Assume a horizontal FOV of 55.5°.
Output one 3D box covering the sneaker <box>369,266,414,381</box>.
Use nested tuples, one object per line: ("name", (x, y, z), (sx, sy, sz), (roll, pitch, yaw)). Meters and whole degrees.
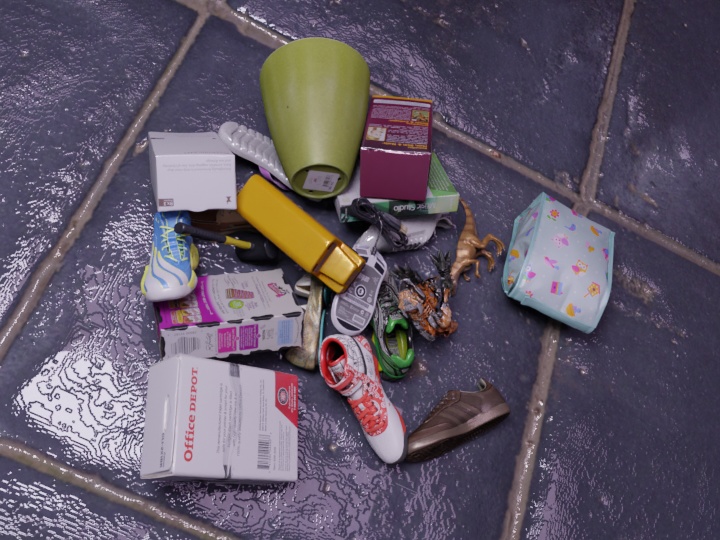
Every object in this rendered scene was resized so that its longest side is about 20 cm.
("sneaker", (0.047, 0.067, 1.082), (0.077, 0.085, 0.203), (-11, 73, -22))

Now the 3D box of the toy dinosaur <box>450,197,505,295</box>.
("toy dinosaur", (0.193, -0.052, 1.192), (0.104, 0.060, 0.203), (18, 65, -9))

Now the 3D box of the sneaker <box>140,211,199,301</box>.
("sneaker", (-0.269, -0.030, 0.950), (0.074, 0.200, 0.107), (-9, 108, -8))

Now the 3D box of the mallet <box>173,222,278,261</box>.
("mallet", (-0.187, -0.045, 0.990), (0.065, 0.200, 0.042), (-2, 82, 20))

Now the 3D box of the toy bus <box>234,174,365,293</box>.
("toy bus", (-0.088, -0.052, 0.991), (0.199, 0.078, 0.065), (39, 92, 16))

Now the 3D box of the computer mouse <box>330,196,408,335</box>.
("computer mouse", (0.000, 0.000, 1.044), (0.109, 0.044, 0.203), (30, 74, -26))

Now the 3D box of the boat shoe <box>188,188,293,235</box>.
("boat shoe", (-0.191, -0.099, 1.074), (0.196, 0.074, 0.077), (1, 69, -18))

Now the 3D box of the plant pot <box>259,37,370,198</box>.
("plant pot", (-0.068, -0.225, 1.086), (0.183, 0.188, 0.203), (4, 61, -16))

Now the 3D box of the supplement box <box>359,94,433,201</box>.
("supplement box", (0.061, -0.203, 1.116), (0.108, 0.087, 0.202), (5, 37, 3))

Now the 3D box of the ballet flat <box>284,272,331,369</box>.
("ballet flat", (-0.077, 0.052, 1.061), (0.069, 0.071, 0.204), (15, 66, -12))

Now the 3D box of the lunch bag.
("lunch bag", (0.341, -0.002, 1.189), (0.168, 0.122, 0.202), (25, 58, -8))

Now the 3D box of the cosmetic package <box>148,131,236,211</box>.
("cosmetic package", (-0.251, -0.149, 1.004), (0.111, 0.200, 0.083), (-5, 110, -21))

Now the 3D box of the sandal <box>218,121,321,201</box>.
("sandal", (-0.148, -0.174, 1.131), (0.201, 0.050, 0.083), (34, 37, -18))

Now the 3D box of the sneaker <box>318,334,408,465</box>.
("sneaker", (-0.002, 0.188, 1.002), (0.107, 0.067, 0.205), (16, 51, -57))

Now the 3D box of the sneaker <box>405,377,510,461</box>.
("sneaker", (0.138, 0.232, 1.069), (0.197, 0.071, 0.076), (-15, 56, -26))

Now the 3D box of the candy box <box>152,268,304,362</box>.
("candy box", (-0.192, 0.062, 0.979), (0.196, 0.062, 0.137), (-6, 30, -19))

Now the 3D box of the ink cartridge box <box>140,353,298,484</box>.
("ink cartridge box", (-0.182, 0.203, 0.907), (0.198, 0.083, 0.147), (20, 60, -43))

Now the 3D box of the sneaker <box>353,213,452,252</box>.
("sneaker", (0.074, -0.067, 1.154), (0.199, 0.076, 0.081), (-33, 91, -25))

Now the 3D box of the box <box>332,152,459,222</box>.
("box", (0.049, -0.140, 1.135), (0.196, 0.037, 0.145), (-7, 38, -8))

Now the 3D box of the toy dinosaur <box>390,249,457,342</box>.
("toy dinosaur", (0.103, 0.054, 1.070), (0.100, 0.201, 0.138), (-8, 62, 5))
